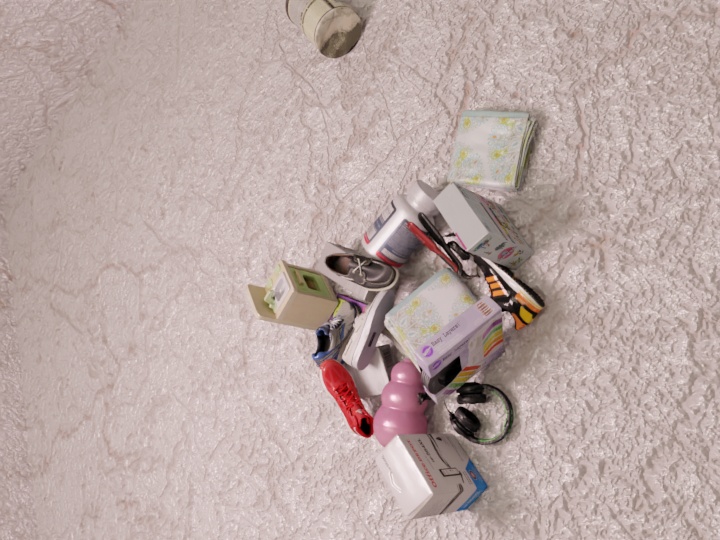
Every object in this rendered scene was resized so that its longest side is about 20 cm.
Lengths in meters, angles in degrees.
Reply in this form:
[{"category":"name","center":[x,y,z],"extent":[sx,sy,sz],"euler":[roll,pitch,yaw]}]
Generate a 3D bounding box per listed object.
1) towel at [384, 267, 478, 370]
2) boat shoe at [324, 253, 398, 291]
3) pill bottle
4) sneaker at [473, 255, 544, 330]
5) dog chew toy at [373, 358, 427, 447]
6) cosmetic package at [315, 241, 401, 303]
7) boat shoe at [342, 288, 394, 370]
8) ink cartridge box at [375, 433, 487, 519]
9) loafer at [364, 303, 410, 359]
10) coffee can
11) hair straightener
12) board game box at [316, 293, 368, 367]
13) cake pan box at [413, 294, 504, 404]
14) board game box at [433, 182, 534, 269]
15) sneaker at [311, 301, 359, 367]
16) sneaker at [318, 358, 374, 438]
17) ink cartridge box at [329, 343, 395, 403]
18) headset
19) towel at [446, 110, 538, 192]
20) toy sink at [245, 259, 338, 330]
[{"category":"towel","center":[0.169,0.112,1.522],"extent":[0.200,0.048,0.172],"euler":[-39,58,4]},{"category":"boat shoe","center":[0.000,0.000,1.591],"extent":[0.199,0.067,0.072],"euler":[15,82,40]},{"category":"pill bottle","center":[0.106,-0.110,1.622],"extent":[0.200,0.119,0.120],"euler":[-49,53,23]},{"category":"sneaker","center":[0.293,0.042,1.450],"extent":[0.090,0.070,0.200],"euler":[-55,53,15]},{"category":"dog chew toy","center":[0.098,0.300,1.538],"extent":[0.124,0.124,0.202],"euler":[3,81,42]},{"category":"cosmetic package","center":[-0.008,0.007,1.710],"extent":[0.199,0.106,0.091],"euler":[28,98,44]},{"category":"boat shoe","center":[0.013,0.129,1.593],"extent":[0.069,0.071,0.202],"euler":[22,91,36]},{"category":"ink cartridge box","center":[0.147,0.420,1.413],"extent":[0.084,0.199,0.146],"euler":[-51,52,21]},{"category":"loafer","center":[0.089,0.134,1.623],"extent":[0.200,0.070,0.070],"euler":[41,103,32]},{"category":"coffee can","center":[-0.106,-0.714,1.928],"extent":[0.147,0.146,0.200],"euler":[-52,52,21]},{"category":"hair straightener","center":[0.199,-0.059,1.526],"extent":[0.200,0.041,0.077],"euler":[43,72,9]},{"category":"board game box","center":[-0.040,0.171,1.755],"extent":[0.120,0.032,0.202],"euler":[20,95,46]},{"category":"cake pan box","center":[0.201,0.164,1.380],"extent":[0.199,0.185,0.052],"euler":[-35,53,-13]},{"category":"board game box","center":[0.259,-0.090,1.422],"extent":[0.064,0.199,0.148],"euler":[-45,54,26]},{"category":"sneaker","center":[-0.062,0.152,1.671],"extent":[0.077,0.085,0.201],"euler":[-16,43,41]},{"category":"sneaker","center":[-0.019,0.297,1.581],"extent":[0.201,0.078,0.115],"euler":[59,162,-10]},{"category":"ink cartridge box","center":[-0.002,0.255,1.670],"extent":[0.199,0.050,0.110],"euler":[-20,85,39]},{"category":"headset","center":[0.221,0.293,1.446],"extent":[0.199,0.094,0.125],"euler":[14,90,32]},{"category":"towel","center":[0.292,-0.271,1.537],"extent":[0.199,0.048,0.173],"euler":[15,91,43]},{"category":"toy sink","center":[-0.177,0.059,1.769],"extent":[0.112,0.199,0.131],"euler":[-57,38,24]}]
